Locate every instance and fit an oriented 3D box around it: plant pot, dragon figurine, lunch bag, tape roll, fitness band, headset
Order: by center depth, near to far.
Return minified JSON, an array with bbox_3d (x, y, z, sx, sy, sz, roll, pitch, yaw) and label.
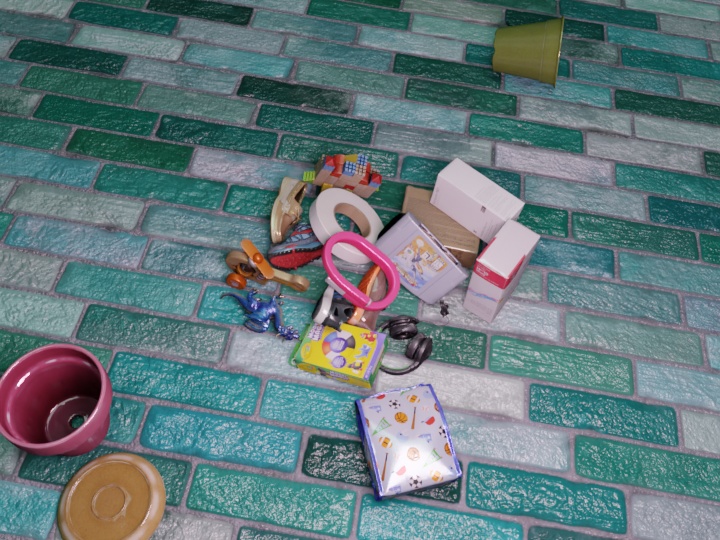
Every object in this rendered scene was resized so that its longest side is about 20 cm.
[{"bbox_3d":[-0.473,0.441,1.241,0.199,0.028,0.201,2,58,-4],"label":"plant pot"},{"bbox_3d":[-0.565,0.267,1.252,0.199,0.179,0.200,2,57,-3],"label":"plant pot"},{"bbox_3d":[0.088,0.334,1.297,0.170,0.124,0.200,-11,67,-10],"label":"lunch bag"},{"bbox_3d":[0.111,0.141,1.434,0.200,0.094,0.124,-33,66,-10],"label":"headset"},{"bbox_3d":[0.000,0.000,1.447,0.200,0.037,0.144,39,54,-10],"label":"fitness band"},{"bbox_3d":[-0.227,0.098,1.455,0.199,0.059,0.100,12,57,2],"label":"dragon figurine"},{"bbox_3d":[-0.028,-0.108,1.557,0.202,0.037,0.203,23,44,-24],"label":"tape roll"},{"bbox_3d":[0.486,-0.643,1.915,0.189,0.200,0.200,8,57,14],"label":"plant pot"}]

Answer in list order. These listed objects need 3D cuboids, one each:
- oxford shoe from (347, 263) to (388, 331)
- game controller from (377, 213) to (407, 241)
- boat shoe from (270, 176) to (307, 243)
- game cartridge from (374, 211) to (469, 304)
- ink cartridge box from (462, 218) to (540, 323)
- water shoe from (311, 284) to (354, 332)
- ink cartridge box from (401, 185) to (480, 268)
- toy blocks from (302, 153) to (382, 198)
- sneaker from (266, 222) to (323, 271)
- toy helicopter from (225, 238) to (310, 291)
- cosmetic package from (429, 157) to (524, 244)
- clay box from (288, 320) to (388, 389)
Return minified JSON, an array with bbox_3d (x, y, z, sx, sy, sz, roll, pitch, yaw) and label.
[{"bbox_3d":[0.032,0.056,1.509,0.073,0.071,0.200,33,58,-13],"label":"oxford shoe"},{"bbox_3d":[0.135,-0.039,1.524,0.200,0.042,0.104,43,104,-4],"label":"game controller"},{"bbox_3d":[-0.174,-0.151,1.607,0.066,0.074,0.200,6,58,6],"label":"boat shoe"},{"bbox_3d":[0.133,-0.021,1.496,0.200,0.133,0.042,45,25,-5],"label":"game cartridge"},{"bbox_3d":[0.312,0.004,1.473,0.086,0.200,0.148,33,61,16],"label":"ink cartridge box"},{"bbox_3d":[-0.056,0.082,1.439,0.079,0.072,0.200,32,20,-4],"label":"water shoe"},{"bbox_3d":[0.192,-0.106,1.607,0.199,0.075,0.165,12,56,4],"label":"ink cartridge box"},{"bbox_3d":[-0.027,-0.241,1.612,0.199,0.137,0.100,13,72,-16],"label":"toy blocks"},{"bbox_3d":[-0.139,-0.066,1.564,0.200,0.079,0.096,-18,55,-26],"label":"sneaker"},{"bbox_3d":[-0.209,-0.001,1.476,0.199,0.132,0.079,18,60,5],"label":"toy helicopter"},{"bbox_3d":[0.270,-0.159,1.538,0.200,0.113,0.081,36,61,18],"label":"cosmetic package"},{"bbox_3d":[-0.052,0.171,1.408,0.199,0.048,0.115,13,56,19],"label":"clay box"}]
